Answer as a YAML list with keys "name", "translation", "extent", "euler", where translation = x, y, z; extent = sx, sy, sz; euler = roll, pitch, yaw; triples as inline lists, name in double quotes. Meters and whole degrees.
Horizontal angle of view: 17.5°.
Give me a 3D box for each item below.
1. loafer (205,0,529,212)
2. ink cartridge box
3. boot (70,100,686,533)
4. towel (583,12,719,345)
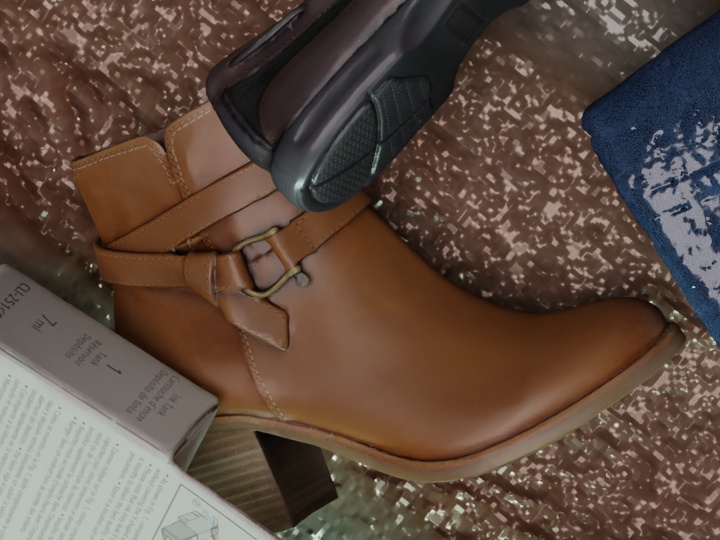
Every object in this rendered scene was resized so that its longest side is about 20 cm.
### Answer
- name: "loafer"
  translation: [0.028, -0.111, 0.774]
  extent: [0.063, 0.072, 0.200]
  euler: [42, 90, 22]
- name: "ink cartridge box"
  translation: [-0.097, 0.122, 0.849]
  extent: [0.176, 0.045, 0.200]
  euler: [33, 127, 5]
- name: "boot"
  translation: [0.000, 0.000, 0.819]
  extent: [0.199, 0.074, 0.155]
  euler: [-19, 93, 14]
- name: "towel"
  translation: [0.179, -0.057, 0.767]
  extent: [0.200, 0.049, 0.112]
  euler: [-32, 93, 18]
